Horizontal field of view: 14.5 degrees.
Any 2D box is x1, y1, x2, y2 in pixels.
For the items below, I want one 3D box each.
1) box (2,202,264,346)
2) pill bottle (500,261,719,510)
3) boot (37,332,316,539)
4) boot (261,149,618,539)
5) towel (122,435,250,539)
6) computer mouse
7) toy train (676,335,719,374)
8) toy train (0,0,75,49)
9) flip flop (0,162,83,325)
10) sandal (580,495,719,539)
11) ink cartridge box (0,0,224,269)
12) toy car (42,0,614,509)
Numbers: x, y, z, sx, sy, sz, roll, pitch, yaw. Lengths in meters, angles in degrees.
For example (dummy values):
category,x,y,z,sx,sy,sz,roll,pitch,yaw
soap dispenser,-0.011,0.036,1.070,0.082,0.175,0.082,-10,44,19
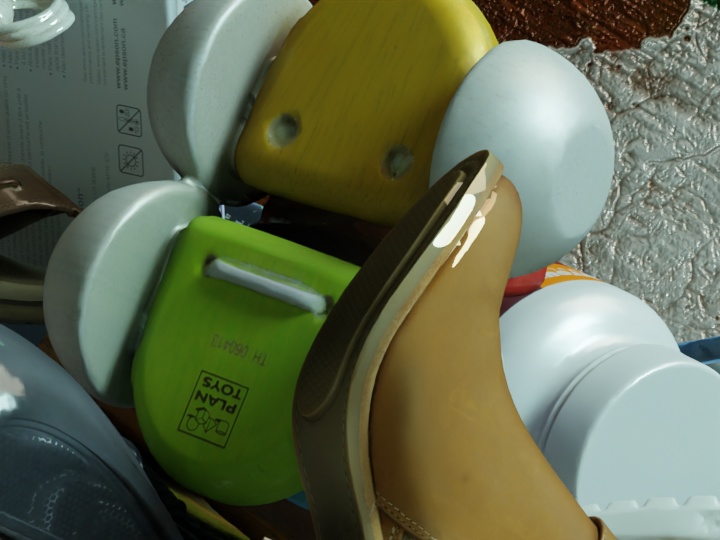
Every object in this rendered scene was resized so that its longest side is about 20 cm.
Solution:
category,x,y,z,sx,sy,sz,roll,pitch,yaw
box,-0.108,0.003,1.295,0.200,0.107,0.148,26,-4,24
pill bottle,0.057,0.048,1.129,0.113,0.113,0.200,34,-6,-39
boot,-0.037,0.077,1.097,0.200,0.069,0.188,38,2,-9
boot,0.049,0.078,0.880,0.154,0.200,0.074,27,-14,-12
towel,-0.072,0.098,1.184,0.086,0.018,0.200,34,1,-4
computer mouse,-0.105,0.055,0.931,0.138,0.053,0.200,36,1,39
toy train,0.155,0.123,1.182,0.114,0.086,0.201,61,19,-74
toy train,-0.196,-0.043,1.048,0.150,0.200,0.056,14,-52,25
flip flop,-0.154,-0.017,1.091,0.199,0.058,0.081,14,5,14
sandal,0.086,0.115,0.944,0.202,0.050,0.082,-15,-41,29
ink cartridge box,-0.149,-0.087,1.141,0.199,0.200,0.041,11,26,24
toy car,0.000,0.000,1.013,0.175,0.200,0.150,18,-14,32
